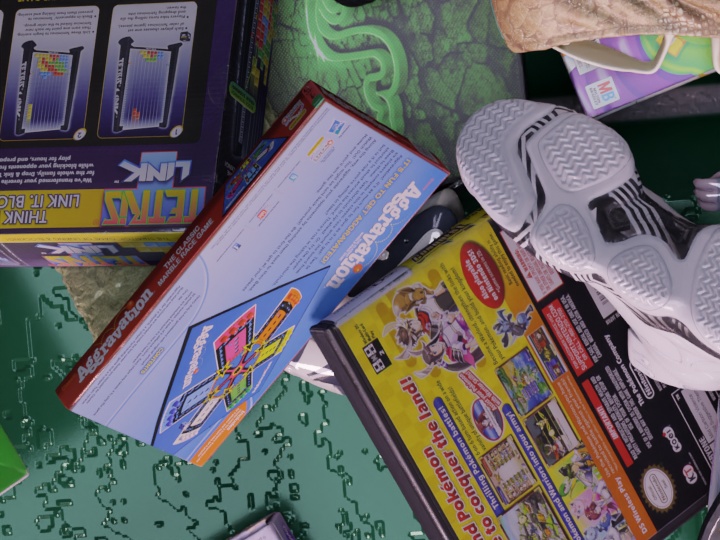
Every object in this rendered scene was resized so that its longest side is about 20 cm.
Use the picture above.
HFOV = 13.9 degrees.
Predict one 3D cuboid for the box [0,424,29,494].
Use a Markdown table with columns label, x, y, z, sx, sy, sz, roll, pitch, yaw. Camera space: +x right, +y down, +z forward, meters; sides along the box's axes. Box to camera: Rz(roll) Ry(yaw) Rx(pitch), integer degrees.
| label | x | y | z | sx | sy | sz | roll | pitch | yaw |
| --- | --- | --- | --- | --- | --- | --- | --- | --- | --- |
| box | -0.291 | 0.060 | 1.515 | 0.176 | 0.097 | 0.201 | -24 | 98 | 49 |

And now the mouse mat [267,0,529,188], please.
| label | x | y | z | sx | sy | sz | roll | pitch | yaw |
| --- | --- | --- | --- | --- | --- | --- | --- | --- | --- |
| mouse mat | 0.005 | -0.141 | 1.572 | 0.160 | 0.008 | 0.202 | -7 | 92 | 5 |

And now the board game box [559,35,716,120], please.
| label | x | y | z | sx | sy | sz | roll | pitch | yaw |
| --- | --- | --- | --- | --- | --- | --- | --- | --- | --- |
| board game box | 0.189 | -0.161 | 1.508 | 0.199 | 0.105 | 0.104 | -22 | 92 | 5 |

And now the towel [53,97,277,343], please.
| label | x | y | z | sx | sy | sz | roll | pitch | yaw |
| --- | --- | --- | --- | --- | --- | --- | --- | --- | --- |
| towel | -0.104 | -0.048 | 1.531 | 0.148 | 0.036 | 0.200 | -36 | 63 | 4 |

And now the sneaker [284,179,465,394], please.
| label | x | y | z | sx | sy | sz | roll | pitch | yaw |
| --- | --- | --- | --- | --- | --- | --- | --- | --- | --- |
| sneaker | 0.000 | 0.000 | 1.550 | 0.198 | 0.079 | 0.130 | 25 | 86 | 11 |

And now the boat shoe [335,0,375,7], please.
| label | x | y | z | sx | sy | sz | roll | pitch | yaw |
| --- | --- | --- | --- | --- | --- | --- | --- | --- | --- |
| boat shoe | -0.031 | -0.230 | 1.535 | 0.068 | 0.057 | 0.201 | -19 | 83 | -33 |

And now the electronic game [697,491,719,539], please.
| label | x | y | z | sx | sy | sz | roll | pitch | yaw |
| --- | --- | --- | --- | --- | --- | --- | --- | --- | --- |
| electronic game | 0.263 | 0.155 | 1.454 | 0.198 | 0.042 | 0.201 | 2 | 118 | 4 |

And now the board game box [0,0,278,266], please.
| label | x | y | z | sx | sy | sz | roll | pitch | yaw |
| --- | --- | --- | --- | --- | --- | --- | --- | --- | --- |
| board game box | -0.147 | -0.087 | 1.510 | 0.199 | 0.057 | 0.167 | 0 | 73 | 20 |

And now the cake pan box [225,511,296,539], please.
| label | x | y | z | sx | sy | sz | roll | pitch | yaw |
| --- | --- | --- | --- | --- | --- | --- | --- | --- | --- |
| cake pan box | -0.083 | 0.258 | 1.584 | 0.199 | 0.052 | 0.185 | -32 | 89 | 5 |

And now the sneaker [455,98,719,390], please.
| label | x | y | z | sx | sy | sz | roll | pitch | yaw |
| --- | --- | --- | --- | --- | --- | --- | --- | --- | --- |
| sneaker | 0.133 | -0.004 | 1.481 | 0.199 | 0.115 | 0.075 | 33 | 75 | 14 |

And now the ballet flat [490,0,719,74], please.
| label | x | y | z | sx | sy | sz | roll | pitch | yaw |
| --- | --- | --- | --- | --- | --- | --- | --- | --- | --- |
| ballet flat | 0.160 | -0.128 | 1.436 | 0.198 | 0.071 | 0.066 | 5 | 120 | 7 |

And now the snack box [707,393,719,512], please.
| label | x | y | z | sx | sy | sz | roll | pitch | yaw |
| --- | --- | --- | --- | --- | --- | --- | --- | --- | --- |
| snack box | 0.277 | 0.152 | 1.513 | 0.198 | 0.068 | 0.170 | 2 | 120 | 3 |

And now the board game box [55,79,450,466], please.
| label | x | y | z | sx | sy | sz | roll | pitch | yaw |
| --- | --- | --- | --- | --- | --- | --- | --- | --- | --- |
| board game box | -0.052 | 0.005 | 1.452 | 0.200 | 0.103 | 0.019 | -50 | 46 | 12 |

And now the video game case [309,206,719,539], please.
| label | x | y | z | sx | sy | sz | roll | pitch | yaw |
| --- | --- | --- | --- | --- | --- | --- | --- | --- | --- |
| video game case | 0.094 | 0.065 | 1.516 | 0.180 | 0.025 | 0.201 | -35 | 104 | -20 |

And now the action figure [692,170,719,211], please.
| label | x | y | z | sx | sy | sz | roll | pitch | yaw |
| --- | --- | --- | --- | --- | --- | --- | --- | --- | --- |
| action figure | 0.268 | -0.023 | 1.483 | 0.134 | 0.149 | 0.201 | -35 | 124 | -23 |
